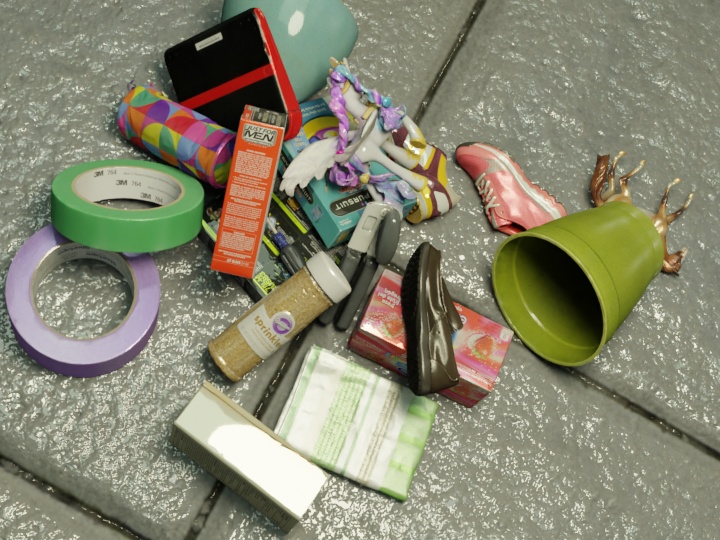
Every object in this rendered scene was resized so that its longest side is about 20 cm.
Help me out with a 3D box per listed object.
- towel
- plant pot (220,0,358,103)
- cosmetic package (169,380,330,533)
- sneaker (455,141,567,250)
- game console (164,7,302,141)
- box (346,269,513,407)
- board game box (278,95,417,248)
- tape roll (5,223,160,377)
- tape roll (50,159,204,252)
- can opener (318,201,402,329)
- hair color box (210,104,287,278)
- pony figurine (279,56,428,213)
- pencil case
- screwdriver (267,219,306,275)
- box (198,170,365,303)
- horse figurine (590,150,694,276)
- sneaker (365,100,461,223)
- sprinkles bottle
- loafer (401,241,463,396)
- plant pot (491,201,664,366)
[{"bbox_3d":[-0.006,0.206,1.627,0.198,0.031,0.151,25,69,-4],"label":"towel"},{"bbox_3d":[-0.117,-0.308,1.702,0.198,0.200,0.136,22,70,-3],"label":"plant pot"},{"bbox_3d":[-0.144,0.239,1.540,0.199,0.104,0.073,36,66,2],"label":"cosmetic package"},{"bbox_3d":[0.209,-0.108,1.763,0.200,0.074,0.087,40,68,4],"label":"sneaker"},{"bbox_3d":[-0.175,-0.246,1.655,0.031,0.198,0.179,-25,98,-50],"label":"game console"},{"bbox_3d":[0.093,0.095,1.647,0.198,0.103,0.095,26,68,-3],"label":"box"},{"bbox_3d":[-0.034,-0.145,1.695,0.150,0.047,0.201,-23,72,-38],"label":"board game box"},{"bbox_3d":[-0.363,0.035,1.590,0.197,0.066,0.203,4,69,-11],"label":"tape roll"},{"bbox_3d":[-0.306,-0.088,1.592,0.197,0.049,0.201,7,26,-3],"label":"tape roll"},{"bbox_3d":[0.000,0.000,1.613,0.053,0.202,0.067,17,27,-17],"label":"can opener"},{"bbox_3d":[-0.144,-0.103,1.568,0.060,0.102,0.203,12,106,-5],"label":"hair color box"},{"bbox_3d":[0.001,-0.165,1.611,0.200,0.166,0.194,43,50,-26],"label":"pony figurine"},{"bbox_3d":[-0.245,-0.188,1.658,0.199,0.089,0.088,32,65,25],"label":"pencil case"},{"bbox_3d":[-0.123,-0.065,1.646,0.028,0.029,0.201,-30,85,-20],"label":"screwdriver"},{"bbox_3d":[-0.104,-0.052,1.690,0.193,0.048,0.200,-40,83,-20],"label":"box"},{"bbox_3d":[0.417,-0.095,1.809,0.198,0.050,0.134,29,83,-9],"label":"horse figurine"},{"bbox_3d":[0.074,-0.169,1.764,0.089,0.075,0.202,-19,81,-27],"label":"sneaker"},{"bbox_3d":[-0.107,0.061,1.591,0.199,0.068,0.069,-39,80,5],"label":"sprinkles bottle"},{"bbox_3d":[0.097,0.064,1.572,0.070,0.073,0.203,3,78,-16],"label":"loafer"},{"bbox_3d":[0.321,0.000,1.698,0.192,0.201,0.201,-31,78,-33],"label":"plant pot"}]
